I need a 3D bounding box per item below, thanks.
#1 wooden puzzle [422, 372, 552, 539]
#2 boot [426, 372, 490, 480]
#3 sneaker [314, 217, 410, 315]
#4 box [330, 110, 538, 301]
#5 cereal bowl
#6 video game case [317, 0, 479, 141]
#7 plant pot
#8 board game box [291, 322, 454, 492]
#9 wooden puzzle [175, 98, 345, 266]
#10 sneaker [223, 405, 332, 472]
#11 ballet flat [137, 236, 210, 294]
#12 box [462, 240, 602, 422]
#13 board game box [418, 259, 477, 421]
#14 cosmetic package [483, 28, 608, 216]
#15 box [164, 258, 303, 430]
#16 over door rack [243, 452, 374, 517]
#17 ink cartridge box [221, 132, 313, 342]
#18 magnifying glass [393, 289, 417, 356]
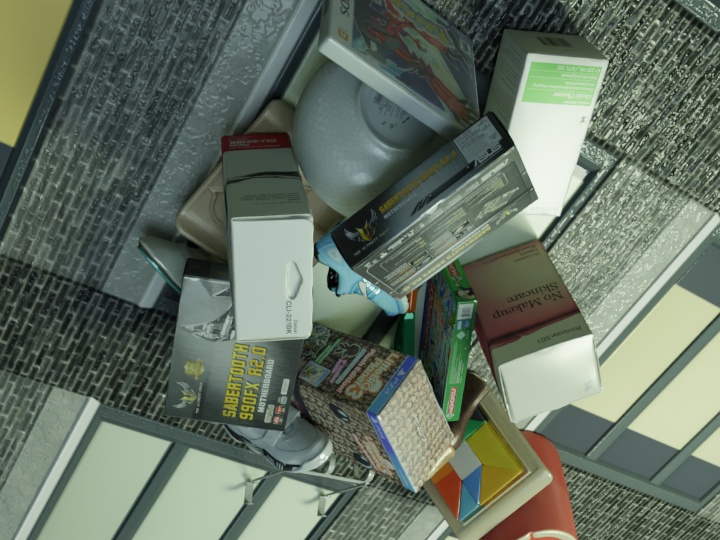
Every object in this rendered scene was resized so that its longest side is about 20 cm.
[{"bbox_3d":[0.164,0.288,1.243,0.185,0.201,0.037,-44,164,20],"label":"wooden puzzle"},{"bbox_3d":[0.096,0.221,1.219,0.072,0.199,0.167,45,72,-22],"label":"boot"},{"bbox_3d":[0.000,0.000,1.047,0.088,0.080,0.201,-24,141,12],"label":"sneaker"},{"bbox_3d":[0.083,-0.058,0.846,0.198,0.049,0.158,-36,158,10],"label":"box"},{"bbox_3d":[0.029,-0.156,0.878,0.195,0.205,0.083,8,164,-17],"label":"cereal bowl"},{"bbox_3d":[0.045,-0.234,0.842,0.198,0.185,0.023,29,133,-28],"label":"video game case"},{"bbox_3d":[0.256,0.394,1.321,0.195,0.179,0.204,-5,127,-7],"label":"plant pot"},{"bbox_3d":[0.004,0.181,1.104,0.097,0.197,0.161,-47,131,-28],"label":"board game box"},{"bbox_3d":[-0.100,-0.086,1.003,0.184,0.047,0.200,35,107,-30],"label":"wooden puzzle"},{"bbox_3d":[-0.130,0.199,1.116,0.075,0.197,0.116,-48,136,-31],"label":"sneaker"},{"bbox_3d":[-0.206,0.014,1.044,0.068,0.070,0.201,-26,129,8],"label":"ballet flat"},{"bbox_3d":[0.219,0.075,1.077,0.125,0.202,0.110,-19,127,3],"label":"box"},{"bbox_3d":[0.115,0.082,1.102,0.028,0.136,0.204,-4,125,-10],"label":"board game box"},{"bbox_3d":[0.206,-0.173,0.975,0.105,0.085,0.204,-1,124,-13],"label":"cosmetic package"},{"bbox_3d":[-0.152,0.095,1.008,0.155,0.049,0.204,10,116,-11],"label":"box"},{"bbox_3d":[-0.083,0.314,1.260,0.145,0.068,0.200,16,143,-20],"label":"over door rack"},{"bbox_3d":[-0.104,-0.040,0.881,0.082,0.201,0.147,-4,122,-11],"label":"ink cartridge box"},{"bbox_3d":[0.066,0.073,1.132,0.022,0.080,0.204,-1,114,-7],"label":"magnifying glass"}]
